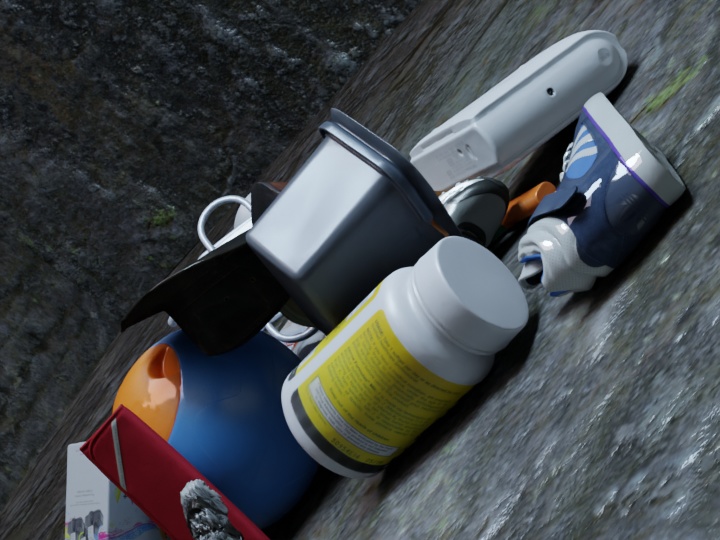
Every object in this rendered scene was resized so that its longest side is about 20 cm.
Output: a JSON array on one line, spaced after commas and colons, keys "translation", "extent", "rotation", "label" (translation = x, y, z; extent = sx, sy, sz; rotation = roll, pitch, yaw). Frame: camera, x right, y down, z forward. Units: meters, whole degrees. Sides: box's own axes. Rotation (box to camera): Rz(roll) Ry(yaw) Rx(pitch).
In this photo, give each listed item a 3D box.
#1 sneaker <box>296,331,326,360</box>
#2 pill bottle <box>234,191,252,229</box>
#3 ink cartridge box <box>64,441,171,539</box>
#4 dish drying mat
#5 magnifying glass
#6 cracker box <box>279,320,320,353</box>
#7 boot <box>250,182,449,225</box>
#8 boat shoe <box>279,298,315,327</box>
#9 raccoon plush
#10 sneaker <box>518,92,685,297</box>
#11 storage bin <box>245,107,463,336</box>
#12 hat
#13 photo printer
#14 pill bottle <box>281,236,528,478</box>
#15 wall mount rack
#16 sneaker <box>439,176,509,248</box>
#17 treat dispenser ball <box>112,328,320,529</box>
[{"translation": [-0.022, 0.079, 1.771], "extent": [0.089, 0.075, 0.200], "rotation": [-55, 8, -30], "label": "sneaker"}, {"translation": [-0.041, -0.025, 1.862], "extent": [0.200, 0.113, 0.113], "rotation": [23, 71, 42], "label": "pill bottle"}, {"translation": [-0.224, 0.270, 1.702], "extent": [0.068, 0.115, 0.200], "rotation": [-11, 74, 40], "label": "ink cartridge box"}, {"translation": [-0.157, 0.206, 1.539], "extent": [0.077, 0.200, 0.018], "rotation": [-45, 1, 31], "label": "dish drying mat"}, {"translation": [0.132, -0.046, 1.689], "extent": [0.080, 0.022, 0.200], "rotation": [-56, 9, -25], "label": "magnifying glass"}, {"translation": [-0.022, 0.038, 1.967], "extent": [0.200, 0.058, 0.134], "rotation": [-53, 10, -17], "label": "cracker box"}, {"translation": [0.007, -0.063, 1.701], "extent": [0.188, 0.200, 0.069], "rotation": [-20, 76, 62], "label": "boot"}, {"translation": [0.000, 0.000, 1.679], "extent": [0.200, 0.073, 0.063], "rotation": [-19, -28, -42], "label": "boat shoe"}, {"translation": [-0.127, 0.277, 1.411], "extent": [0.134, 0.097, 0.200], "rotation": [-52, 23, 8], "label": "raccoon plush"}, {"translation": [0.167, -0.052, 1.359], "extent": [0.146, 0.081, 0.200], "rotation": [-45, 16, 12], "label": "sneaker"}, {"translation": [0.005, -0.012, 1.489], "extent": [0.134, 0.200, 0.146], "rotation": [-47, 52, -7], "label": "storage bin"}, {"translation": [-0.113, 0.023, 1.558], "extent": [0.201, 0.081, 0.201], "rotation": [-33, 0, 0], "label": "hat"}, {"translation": [0.160, -0.157, 1.707], "extent": [0.200, 0.069, 0.166], "rotation": [-37, 5, -24], "label": "photo printer"}, {"translation": [0.036, 0.070, 1.416], "extent": [0.200, 0.114, 0.114], "rotation": [-45, 11, 31], "label": "pill bottle"}, {"translation": [-0.111, 0.027, 1.760], "extent": [0.174, 0.200, 0.075], "rotation": [-38, -33, 0], "label": "wall mount rack"}, {"translation": [0.077, 0.004, 1.620], "extent": [0.200, 0.074, 0.079], "rotation": [-54, 39, 5], "label": "sneaker"}, {"translation": [-0.131, 0.149, 1.632], "extent": [0.201, 0.201, 0.201], "rotation": [-49, 10, 12], "label": "treat dispenser ball"}]
